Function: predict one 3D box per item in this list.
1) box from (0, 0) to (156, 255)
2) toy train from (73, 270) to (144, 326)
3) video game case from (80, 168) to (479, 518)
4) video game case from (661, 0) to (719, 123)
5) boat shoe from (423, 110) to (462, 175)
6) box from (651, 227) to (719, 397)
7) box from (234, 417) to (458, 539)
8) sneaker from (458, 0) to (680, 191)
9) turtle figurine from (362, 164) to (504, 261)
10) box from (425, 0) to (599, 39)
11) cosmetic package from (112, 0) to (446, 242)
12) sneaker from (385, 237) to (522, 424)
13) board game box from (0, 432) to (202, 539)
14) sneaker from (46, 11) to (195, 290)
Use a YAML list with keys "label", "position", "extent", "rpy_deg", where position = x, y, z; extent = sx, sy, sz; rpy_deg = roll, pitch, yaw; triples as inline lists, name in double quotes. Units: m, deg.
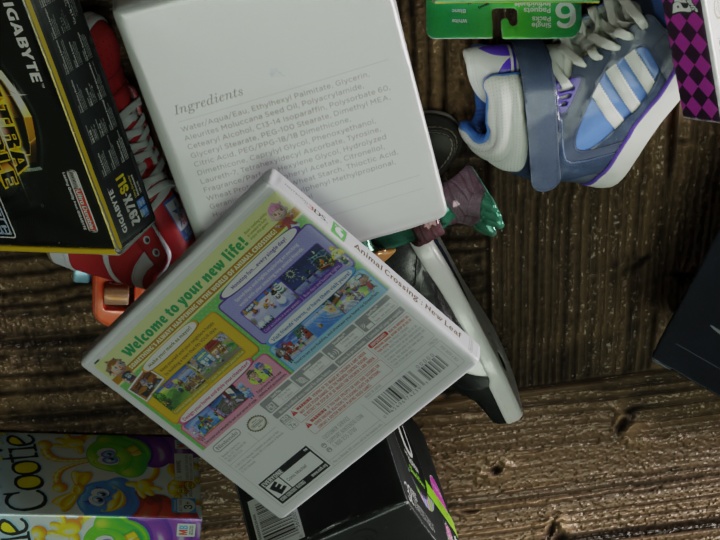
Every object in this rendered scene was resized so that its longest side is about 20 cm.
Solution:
- label: "box"
  position: [-0.234, -0.109, 0.923]
  extent: [0.158, 0.049, 0.202]
  rpy_deg: [4, 123, 33]
- label: "toy train"
  position: [-0.125, 0.046, 1.092]
  extent: [0.198, 0.056, 0.151]
  rpy_deg: [6, 121, -12]
- label: "video game case"
  position: [-0.054, 0.055, 0.923]
  extent: [0.182, 0.022, 0.200]
  rpy_deg: [40, 120, -16]
- label: "video game case"
  position: [0.249, -0.229, 0.924]
  extent: [0.181, 0.036, 0.201]
  rpy_deg: [-45, 131, -33]
- label: "boat shoe"
  position: [-0.015, -0.057, 1.043]
  extent: [0.198, 0.057, 0.067]
  rpy_deg: [-19, 123, 4]
- label: "box"
  position: [0.334, 0.008, 1.077]
  extent: [0.147, 0.104, 0.201]
  rpy_deg: [31, 119, 12]
- label: "box"
  position: [-0.009, 0.174, 1.100]
  extent: [0.123, 0.150, 0.200]
  rpy_deg: [-23, 147, 7]
- label: "sneaker"
  position: [0.149, -0.150, 0.996]
  extent: [0.145, 0.081, 0.201]
  rpy_deg: [12, 125, -20]
- label: "turtle figurine"
  position: [0.000, 0.000, 0.985]
  extent: [0.199, 0.150, 0.101]
  rpy_deg: [-31, 104, -1]
- label: "box"
  position: [0.100, -0.249, 0.921]
  extent: [0.116, 0.048, 0.202]
  rpy_deg: [-2, 109, -7]
- label: "cosmetic package"
  position: [-0.052, -0.135, 0.925]
  extent: [0.163, 0.165, 0.201]
  rpy_deg: [-15, 124, 2]
- label: "sneaker"
  position: [0.043, 0.053, 1.120]
  extent: [0.111, 0.073, 0.201]
  rpy_deg: [-25, 114, 11]
- label: "board game box"
  position: [-0.232, 0.202, 1.144]
  extent: [0.198, 0.105, 0.104]
  rpy_deg: [3, 121, -11]
- label: "sneaker"
  position: [-0.157, -0.073, 0.978]
  extent: [0.112, 0.071, 0.201]
  rpy_deg: [21, 128, 16]
